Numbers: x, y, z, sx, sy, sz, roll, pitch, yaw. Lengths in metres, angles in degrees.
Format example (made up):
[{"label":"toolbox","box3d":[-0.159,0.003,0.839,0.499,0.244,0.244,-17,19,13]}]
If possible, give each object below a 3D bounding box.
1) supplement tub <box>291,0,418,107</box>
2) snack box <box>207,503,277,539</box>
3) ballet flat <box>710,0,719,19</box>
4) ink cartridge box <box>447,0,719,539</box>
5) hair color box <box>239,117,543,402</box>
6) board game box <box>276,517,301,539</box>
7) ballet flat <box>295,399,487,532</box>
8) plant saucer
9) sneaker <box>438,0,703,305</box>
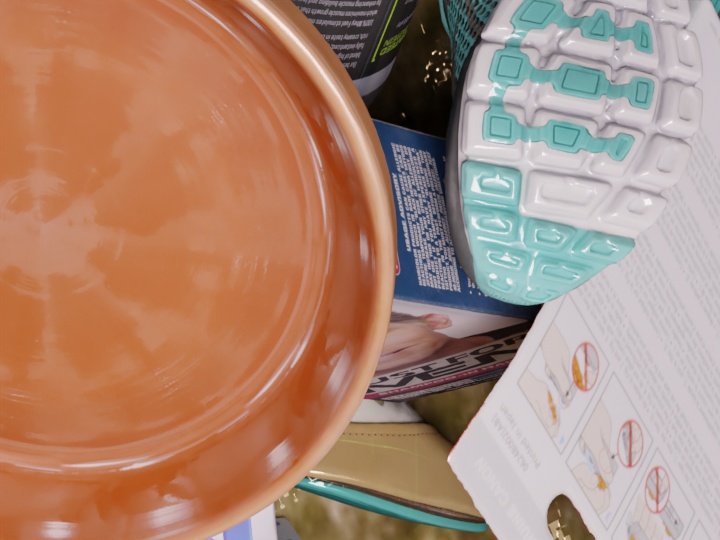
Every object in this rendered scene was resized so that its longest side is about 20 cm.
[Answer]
[{"label":"supplement tub","box3d":[-0.030,-0.127,0.874,0.122,0.123,0.200,11,121,-20]},{"label":"snack box","box3d":[-0.127,0.109,0.934,0.200,0.024,0.072,-7,109,-6]},{"label":"ballet flat","box3d":[0.082,-0.064,0.973,0.067,0.064,0.200,15,126,-17]},{"label":"ink cartridge box","box3d":[0.089,0.034,0.891,0.200,0.047,0.160,-58,133,-31]},{"label":"hair color box","box3d":[0.000,0.000,0.875,0.100,0.200,0.061,-17,76,27]},{"label":"board game box","box3d":[-0.123,0.163,0.997,0.200,0.034,0.135,-1,106,-17]},{"label":"ballet flat","box3d":[-0.035,0.050,0.976,0.200,0.069,0.063,11,89,-21]},{"label":"plant saucer","box3d":[-0.088,-0.011,0.751,0.200,0.032,0.201,3,116,6]},{"label":"sneaker","box3d":[0.059,-0.075,0.851,0.078,0.091,0.200,20,64,-16]}]
